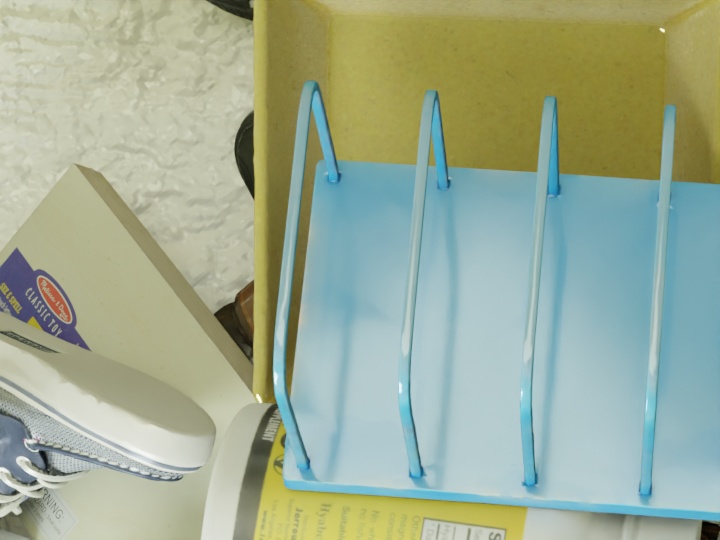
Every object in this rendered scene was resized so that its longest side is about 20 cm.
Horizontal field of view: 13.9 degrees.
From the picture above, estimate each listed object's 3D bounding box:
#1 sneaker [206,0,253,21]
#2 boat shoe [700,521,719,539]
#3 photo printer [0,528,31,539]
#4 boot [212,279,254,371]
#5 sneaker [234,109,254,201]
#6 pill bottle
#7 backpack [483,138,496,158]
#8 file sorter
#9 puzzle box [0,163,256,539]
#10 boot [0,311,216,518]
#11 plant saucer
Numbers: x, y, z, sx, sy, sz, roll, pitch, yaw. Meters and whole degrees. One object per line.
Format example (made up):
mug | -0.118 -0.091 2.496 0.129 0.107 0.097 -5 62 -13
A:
sneaker | 0.006 -0.184 1.460 0.199 0.077 0.089 -17 55 -1
boat shoe | 0.125 0.120 1.302 0.070 0.070 0.201 -13 89 -1
photo printer | -0.268 0.174 1.376 0.199 0.069 0.167 16 75 16
boot | -0.024 0.107 1.367 0.097 0.075 0.201 -36 71 20
sneaker | 0.000 0.000 1.347 0.075 0.079 0.200 -49 67 28
pill bottle | 0.039 0.121 1.228 0.199 0.111 0.112 8 72 8
backpack | 0.144 -0.144 1.327 0.189 0.155 0.200 -4 27 9
file sorter | 0.070 0.009 1.145 0.199 0.123 0.140 4 70 6
puzzle box | -0.116 0.063 1.371 0.133 0.025 0.200 -48 59 16
boot | -0.148 0.080 1.339 0.199 0.073 0.091 23 100 42
plant saucer | 0.056 -0.033 1.252 0.199 0.048 0.201 3 107 6
